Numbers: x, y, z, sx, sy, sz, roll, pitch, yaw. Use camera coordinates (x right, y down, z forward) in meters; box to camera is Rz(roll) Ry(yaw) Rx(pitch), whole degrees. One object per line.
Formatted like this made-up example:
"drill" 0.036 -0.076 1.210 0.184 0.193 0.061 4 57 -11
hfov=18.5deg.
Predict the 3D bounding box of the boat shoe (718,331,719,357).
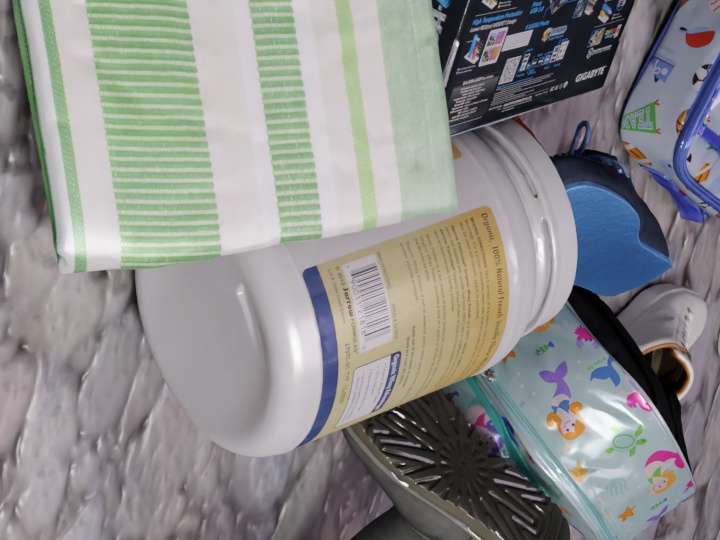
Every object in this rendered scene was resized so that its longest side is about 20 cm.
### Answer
"boat shoe" 0.345 -0.008 1.801 0.074 0.060 0.202 -12 120 -53

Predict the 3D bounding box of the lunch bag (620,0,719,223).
"lunch bag" 0.266 -0.115 1.592 0.200 0.075 0.161 29 87 -59

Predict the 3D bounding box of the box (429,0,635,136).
"box" 0.089 -0.158 1.132 0.199 0.046 0.160 -22 136 -54

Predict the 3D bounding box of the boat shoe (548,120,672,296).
"boat shoe" 0.121 -0.035 1.269 0.084 0.069 0.200 -24 161 9

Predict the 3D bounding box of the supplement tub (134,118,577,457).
"supplement tub" 0.000 0.000 1.139 0.199 0.144 0.146 -19 127 -34

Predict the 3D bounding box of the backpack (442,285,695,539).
"backpack" 0.111 0.080 1.355 0.150 0.200 0.178 -40 146 -5

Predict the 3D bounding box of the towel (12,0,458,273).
"towel" -0.055 -0.085 1.019 0.198 0.023 0.154 -12 99 -22

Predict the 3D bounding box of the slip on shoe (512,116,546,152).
"slip on shoe" 0.042 -0.008 1.292 0.201 0.061 0.074 -54 180 -10

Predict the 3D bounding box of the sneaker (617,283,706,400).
"sneaker" 0.220 0.068 1.632 0.199 0.084 0.073 -25 129 -51

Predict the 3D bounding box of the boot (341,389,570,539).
"boot" 0.007 0.159 1.307 0.200 0.182 0.073 -39 -173 46
